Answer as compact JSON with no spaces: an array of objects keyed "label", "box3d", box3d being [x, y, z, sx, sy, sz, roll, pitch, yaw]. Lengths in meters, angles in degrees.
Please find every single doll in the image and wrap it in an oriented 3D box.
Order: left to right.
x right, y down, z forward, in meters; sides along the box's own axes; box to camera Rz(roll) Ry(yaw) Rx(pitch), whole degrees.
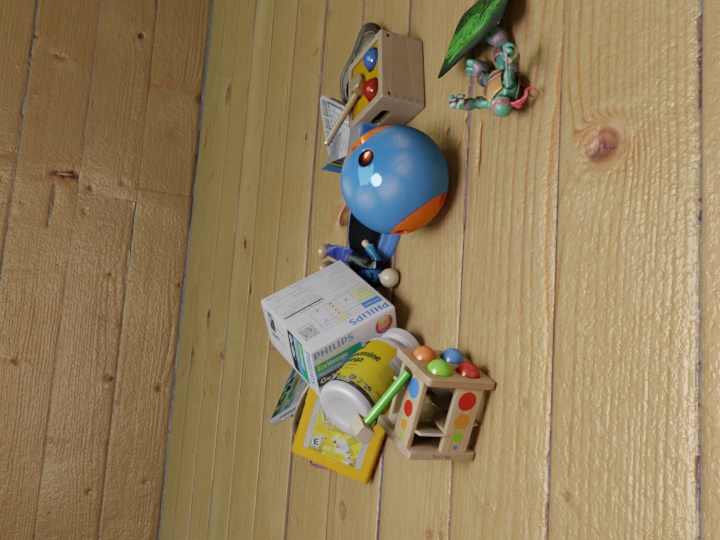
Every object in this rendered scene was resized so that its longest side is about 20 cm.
[{"label":"doll","box3d":[0.000,0.000,1.553,0.199,0.048,0.137,14,116,37]}]

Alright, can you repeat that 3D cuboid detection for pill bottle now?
[{"label":"pill bottle","box3d":[0.026,0.194,1.333,0.112,0.200,0.113,22,133,26]}]

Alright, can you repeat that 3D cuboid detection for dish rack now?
[{"label":"dish rack","box3d":[-0.036,-0.321,1.743,0.200,0.043,0.173,-134,33,-59]}]

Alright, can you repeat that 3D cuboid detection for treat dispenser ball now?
[{"label":"treat dispenser ball","box3d":[0.063,-0.166,1.357,0.201,0.200,0.202,-29,57,59]}]

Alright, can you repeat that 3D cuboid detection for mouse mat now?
[{"label":"mouse mat","box3d":[0.207,-0.438,1.290,0.200,0.008,0.162,-34,32,59]}]

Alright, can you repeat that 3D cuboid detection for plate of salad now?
[{"label":"plate of salad","box3d":[-0.076,0.274,1.586,0.048,0.200,0.201,30,116,21]}]

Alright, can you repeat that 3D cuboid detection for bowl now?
[{"label":"bowl","box3d":[0.027,-0.105,1.603,0.200,0.039,0.202,-30,56,59]}]

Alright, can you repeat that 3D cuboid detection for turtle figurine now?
[{"label":"turtle figurine","box3d":[0.214,-0.305,1.198,0.150,0.100,0.201,-38,30,33]}]

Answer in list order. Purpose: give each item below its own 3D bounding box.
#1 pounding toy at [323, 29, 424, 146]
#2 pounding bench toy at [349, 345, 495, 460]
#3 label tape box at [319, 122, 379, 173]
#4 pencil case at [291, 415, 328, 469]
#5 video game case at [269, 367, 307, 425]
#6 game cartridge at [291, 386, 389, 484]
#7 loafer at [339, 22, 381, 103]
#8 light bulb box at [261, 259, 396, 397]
[{"label":"pounding toy","box3d":[0.024,-0.373,1.565,0.200,0.141,0.185,-32,55,58]},{"label":"pounding bench toy","box3d":[0.091,0.205,1.194,0.124,0.199,0.157,40,119,61]},{"label":"label tape box","box3d":[0.019,-0.246,1.538,0.200,0.143,0.064,-5,78,64]},{"label":"pencil case","box3d":[-0.106,0.366,1.697,0.200,0.087,0.088,-124,48,-56]},{"label":"video game case","box3d":[-0.131,0.253,1.731,0.182,0.022,0.201,-39,22,45]},{"label":"game cartridge","box3d":[-0.036,0.311,1.486,0.032,0.175,0.201,-40,-32,-67]},{"label":"loafer","box3d":[0.007,-0.472,1.709,0.071,0.073,0.201,46,125,59]},{"label":"light bulb box","box3d":[-0.059,0.109,1.462,0.200,0.198,0.125,40,149,44]}]
